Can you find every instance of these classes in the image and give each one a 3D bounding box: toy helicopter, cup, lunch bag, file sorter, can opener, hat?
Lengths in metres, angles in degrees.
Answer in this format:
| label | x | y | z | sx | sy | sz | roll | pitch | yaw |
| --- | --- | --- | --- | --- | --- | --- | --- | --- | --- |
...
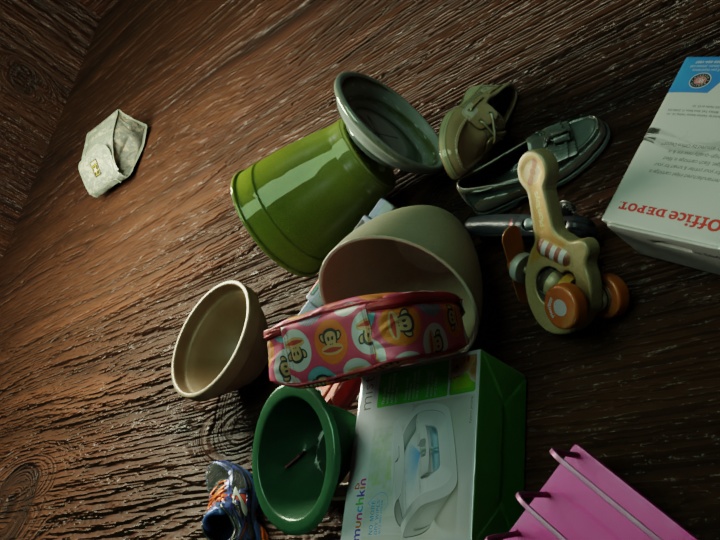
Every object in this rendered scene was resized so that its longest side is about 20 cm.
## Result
| label | x | y | z | sx | sy | sz | roll | pitch | yaw |
| --- | --- | --- | --- | --- | --- | --- | --- | --- | --- |
| toy helicopter | 0.201 | -0.030 | 0.819 | 0.132 | 0.079 | 0.200 | -11 | 90 | 61 |
| cup | 0.067 | -0.001 | 0.940 | 0.200 | 0.200 | 0.143 | -22 | 25 | 39 |
| lunch bag | 0.014 | 0.076 | 0.830 | 0.200 | 0.176 | 0.082 | -16 | 80 | 34 |
| file sorter | 0.164 | 0.264 | 0.631 | 0.139 | 0.125 | 0.200 | 38 | 96 | 33 |
| can opener | 0.196 | -0.046 | 0.902 | 0.200 | 0.063 | 0.079 | 15 | 77 | 52 |
| lunch bag | -0.691 | -0.314 | 2.098 | 0.164 | 0.118 | 0.200 | -21 | 55 | 39 |
| hat | -0.015 | 0.213 | 0.931 | 0.166 | 0.176 | 0.200 | 17 | 96 | 48 |

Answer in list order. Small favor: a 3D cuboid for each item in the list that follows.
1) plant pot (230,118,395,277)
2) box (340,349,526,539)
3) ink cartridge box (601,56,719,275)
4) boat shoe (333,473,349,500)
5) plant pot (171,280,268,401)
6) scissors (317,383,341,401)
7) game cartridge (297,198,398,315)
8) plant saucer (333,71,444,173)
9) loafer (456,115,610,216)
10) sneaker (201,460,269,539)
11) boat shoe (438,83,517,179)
| label | x | y | z | sx | sy | sz | roll | pitch | yaw |
| --- | --- | --- | --- | --- | --- | --- | --- | --- | --- |
| plant pot | -0.057 | -0.124 | 1.152 | 0.193 | 0.200 | 0.200 | -35 | 42 | 23 |
| box | 0.082 | 0.207 | 0.828 | 0.176 | 0.097 | 0.200 | -17 | 53 | 39 |
| ink cartridge box | 0.354 | -0.102 | 0.740 | 0.146 | 0.084 | 0.200 | 24 | 85 | 54 |
| boat shoe | -0.066 | 0.250 | 0.985 | 0.202 | 0.075 | 0.075 | -8 | 59 | 46 |
| plant pot | -0.212 | 0.125 | 1.233 | 0.201 | 0.093 | 0.201 | -29 | 45 | 33 |
| scissors | -0.029 | 0.142 | 1.072 | 0.073 | 0.014 | 0.200 | 20 | 82 | 55 |
| game cartridge | 0.000 | 0.000 | 1.048 | 0.038 | 0.130 | 0.200 | 38 | 95 | 29 |
| plant saucer | 0.035 | -0.202 | 1.096 | 0.050 | 0.200 | 0.200 | -47 | 37 | 31 |
| loafer | 0.211 | -0.133 | 0.948 | 0.200 | 0.063 | 0.072 | -32 | 43 | 31 |
| sneaker | -0.184 | 0.337 | 1.059 | 0.075 | 0.078 | 0.200 | -50 | 37 | 9 |
| boat shoe | 0.159 | -0.196 | 1.014 | 0.064 | 0.071 | 0.200 | -7 | 38 | 34 |
